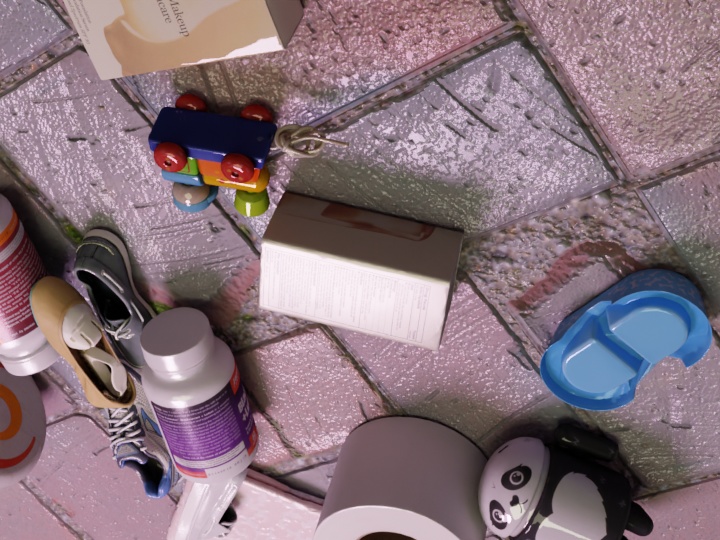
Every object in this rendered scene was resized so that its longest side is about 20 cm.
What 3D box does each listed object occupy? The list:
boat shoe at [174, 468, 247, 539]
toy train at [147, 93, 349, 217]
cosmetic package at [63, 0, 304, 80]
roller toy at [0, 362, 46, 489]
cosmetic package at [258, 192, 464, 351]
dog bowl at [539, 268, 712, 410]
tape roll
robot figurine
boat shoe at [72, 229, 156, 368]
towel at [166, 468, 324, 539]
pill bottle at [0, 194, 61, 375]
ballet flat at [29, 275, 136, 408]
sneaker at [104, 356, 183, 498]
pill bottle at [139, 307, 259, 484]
[{"bbox_3d":[-0.190,0.310,1.643,0.068,0.072,0.201,22,122,0],"label":"boat shoe"},{"bbox_3d":[-0.107,-0.099,1.290,0.197,0.085,0.116,10,143,9],"label":"toy train"},{"bbox_3d":[-0.163,-0.248,1.178,0.198,0.071,0.106,-6,128,23],"label":"cosmetic package"},{"bbox_3d":[-0.498,0.193,1.599,0.139,0.199,0.184,-21,86,32],"label":"roller toy"},{"bbox_3d":[0.000,0.000,1.332,0.198,0.088,0.104,14,132,6],"label":"cosmetic package"},{"bbox_3d":[0.275,0.070,1.332,0.111,0.050,0.200,37,130,-16],"label":"dog bowl"},{"bbox_3d":[0.055,0.294,1.537,0.200,0.140,0.204,10,133,10],"label":"tape roll"},{"bbox_3d":[0.232,0.271,1.468,0.198,0.151,0.125,24,146,-4],"label":"robot figurine"},{"bbox_3d":[-0.285,0.048,1.483,0.072,0.062,0.202,1,130,16],"label":"boat shoe"},{"bbox_3d":[-0.154,0.336,1.713,0.189,0.032,0.201,22,131,-2],"label":"towel"},{"bbox_3d":[-0.411,0.019,1.463,0.112,0.114,0.201,-5,128,21],"label":"pill bottle"},{"bbox_3d":[-0.311,0.084,1.475,0.062,0.069,0.201,12,142,32],"label":"ballet flat"},{"bbox_3d":[-0.276,0.198,1.588,0.076,0.085,0.201,-16,115,29],"label":"sneaker"},{"bbox_3d":[-0.193,0.145,1.505,0.110,0.112,0.202,1,131,17],"label":"pill bottle"}]
